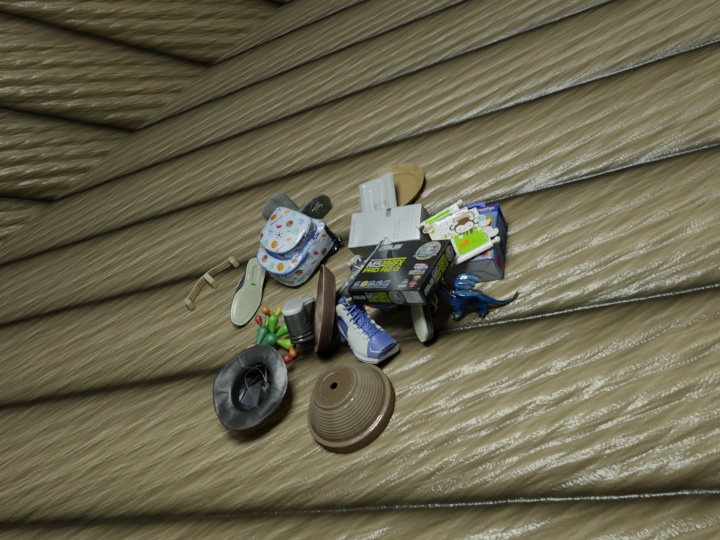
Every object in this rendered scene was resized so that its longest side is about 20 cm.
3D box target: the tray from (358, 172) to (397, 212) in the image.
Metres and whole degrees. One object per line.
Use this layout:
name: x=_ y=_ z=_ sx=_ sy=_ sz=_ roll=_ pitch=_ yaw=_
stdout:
tray: x=0.046 y=-0.167 z=1.734 sx=0.106 sy=0.022 sz=0.203 roll=-18 pitch=60 yaw=21

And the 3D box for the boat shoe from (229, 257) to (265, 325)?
boat shoe: x=-0.309 y=0.066 z=1.778 sx=0.068 sy=0.071 sz=0.203 roll=-44 pitch=27 yaw=54

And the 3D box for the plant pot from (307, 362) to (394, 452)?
plant pot: x=-0.036 y=0.264 z=1.347 sx=0.198 sy=0.093 sz=0.203 roll=-20 pitch=42 yaw=19

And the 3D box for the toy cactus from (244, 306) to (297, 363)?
toy cactus: x=-0.239 y=0.182 z=1.588 sx=0.164 sy=0.102 sz=0.202 roll=-37 pitch=46 yaw=13

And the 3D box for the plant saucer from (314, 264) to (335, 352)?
plant saucer: x=-0.082 y=0.089 z=1.509 sx=0.034 sy=0.203 sz=0.202 roll=4 pitch=42 yaw=-7

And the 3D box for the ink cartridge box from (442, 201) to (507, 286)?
ink cartridge box: x=0.260 y=-0.069 z=1.490 sx=0.134 sy=0.077 sz=0.202 roll=-10 pitch=44 yaw=27

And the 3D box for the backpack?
backpack: x=-0.182 y=-0.062 z=1.740 sx=0.198 sy=0.154 sz=0.193 roll=20 pitch=78 yaw=39

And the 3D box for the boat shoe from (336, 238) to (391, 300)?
boat shoe: x=0.000 y=0.000 z=1.561 sx=0.201 sy=0.068 sz=0.074 roll=-56 pitch=0 yaw=8

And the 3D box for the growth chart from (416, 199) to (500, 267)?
growth chart: x=0.221 y=-0.087 z=1.462 sx=0.143 sy=0.018 sz=0.201 roll=-33 pitch=39 yaw=3

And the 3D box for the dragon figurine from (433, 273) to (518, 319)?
dragon figurine: x=0.227 y=0.047 z=1.365 sx=0.196 sy=0.100 sz=0.060 roll=-4 pitch=45 yaw=21

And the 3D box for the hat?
hat: x=-0.237 y=0.273 z=1.482 sx=0.197 sy=0.081 sz=0.204 roll=-10 pitch=63 yaw=20

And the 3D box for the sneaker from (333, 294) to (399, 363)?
sneaker: x=-0.007 y=0.117 z=1.443 sx=0.080 sy=0.117 sz=0.198 roll=-28 pitch=35 yaw=-26

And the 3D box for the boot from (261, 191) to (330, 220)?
boot: x=-0.196 y=-0.189 z=1.951 sx=0.181 sy=0.073 sz=0.200 roll=-37 pitch=32 yaw=-6

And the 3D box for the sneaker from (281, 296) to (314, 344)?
sneaker: x=-0.145 y=0.123 z=1.581 sx=0.069 sy=0.101 sz=0.200 roll=-11 pitch=8 yaw=6

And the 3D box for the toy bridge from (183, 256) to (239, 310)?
toy bridge: x=-0.445 y=0.029 z=1.927 sx=0.200 sy=0.027 sz=0.067 roll=-46 pitch=39 yaw=-13

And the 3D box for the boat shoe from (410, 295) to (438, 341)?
boat shoe: x=0.143 y=0.064 z=1.432 sx=0.066 sy=0.072 sz=0.203 roll=1 pitch=51 yaw=-8

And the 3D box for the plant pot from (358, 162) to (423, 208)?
plant pot: x=0.088 y=-0.220 z=1.801 sx=0.197 sy=0.028 sz=0.202 roll=-20 pitch=41 yaw=18

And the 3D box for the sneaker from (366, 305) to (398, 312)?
sneaker: x=0.070 y=0.032 z=1.532 sx=0.076 sy=0.078 sz=0.201 roll=-58 pitch=5 yaw=41

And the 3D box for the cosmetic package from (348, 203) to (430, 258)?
cosmetic package: x=0.072 y=-0.096 z=1.627 sx=0.197 sy=0.074 sz=0.104 roll=-6 pitch=63 yaw=25

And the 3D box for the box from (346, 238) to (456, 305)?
box: x=0.088 y=0.004 z=1.397 sx=0.198 sy=0.045 sz=0.161 roll=-2 pitch=40 yaw=42
